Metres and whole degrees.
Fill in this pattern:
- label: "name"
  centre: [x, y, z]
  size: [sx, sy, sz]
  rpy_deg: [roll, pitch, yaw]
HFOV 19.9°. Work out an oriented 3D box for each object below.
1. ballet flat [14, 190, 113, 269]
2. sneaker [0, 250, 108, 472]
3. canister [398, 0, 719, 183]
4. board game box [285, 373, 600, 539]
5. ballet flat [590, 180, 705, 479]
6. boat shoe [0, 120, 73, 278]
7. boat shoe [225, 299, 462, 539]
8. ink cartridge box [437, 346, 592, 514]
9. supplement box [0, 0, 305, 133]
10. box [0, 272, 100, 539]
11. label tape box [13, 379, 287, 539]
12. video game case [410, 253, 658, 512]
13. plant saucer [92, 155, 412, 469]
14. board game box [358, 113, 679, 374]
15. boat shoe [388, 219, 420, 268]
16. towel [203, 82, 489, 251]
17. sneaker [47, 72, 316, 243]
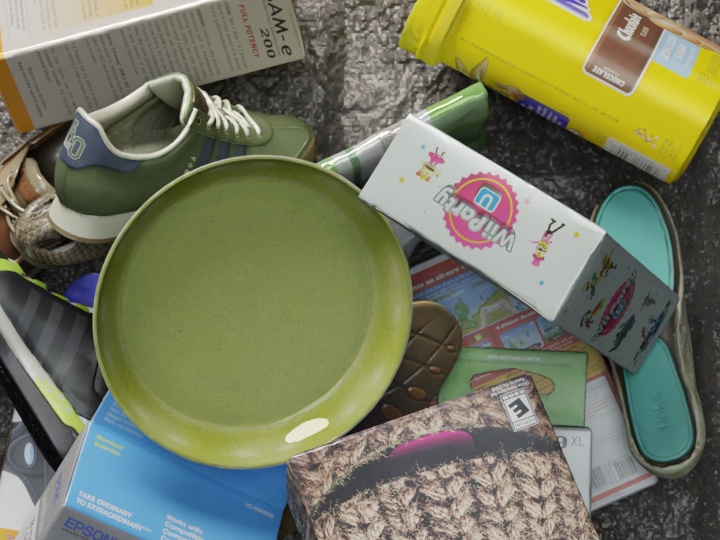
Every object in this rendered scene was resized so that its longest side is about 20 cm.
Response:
- label: "ballet flat"
  centre: [-0.134, -0.048, 1.356]
  size: [0.200, 0.046, 0.067]
  rpy_deg: [-16, 74, -30]
- label: "sneaker"
  centre: [-0.203, 0.044, 1.347]
  size: [0.083, 0.072, 0.200]
  rpy_deg: [-30, 91, -20]
- label: "canister"
  centre: [0.140, -0.146, 1.347]
  size: [0.200, 0.149, 0.087]
  rpy_deg: [28, 112, 3]
- label: "board game box"
  centre: [0.062, 0.189, 1.232]
  size: [0.159, 0.097, 0.200]
  rpy_deg: [-20, 71, -8]
- label: "ballet flat"
  centre: [0.189, 0.042, 1.367]
  size: [0.067, 0.062, 0.200]
  rpy_deg: [-8, 77, 13]
- label: "boat shoe"
  centre: [-0.221, -0.052, 1.386]
  size: [0.200, 0.072, 0.076]
  rpy_deg: [-45, 84, -3]
- label: "boat shoe"
  centre: [-0.018, 0.090, 1.358]
  size: [0.200, 0.068, 0.072]
  rpy_deg: [-45, 107, 3]
- label: "ink cartridge box"
  centre: [0.098, 0.148, 1.340]
  size: [0.104, 0.059, 0.200]
  rpy_deg: [2, 84, 3]
- label: "supplement box"
  centre: [-0.148, -0.180, 1.370]
  size: [0.200, 0.074, 0.126]
  rpy_deg: [-14, 47, 1]
- label: "box"
  centre: [-0.174, 0.103, 1.384]
  size: [0.119, 0.041, 0.200]
  rpy_deg: [9, 86, 3]
- label: "label tape box"
  centre: [-0.139, 0.184, 1.303]
  size: [0.144, 0.063, 0.200]
  rpy_deg: [26, 112, -15]
- label: "video game case"
  centre: [0.096, 0.080, 1.387]
  size: [0.143, 0.017, 0.200]
  rpy_deg: [-23, 83, 0]
- label: "plant saucer"
  centre: [-0.067, 0.024, 1.263]
  size: [0.200, 0.031, 0.200]
  rpy_deg: [-4, 106, -15]
- label: "board game box"
  centre: [0.104, -0.013, 1.268]
  size: [0.148, 0.200, 0.064]
  rpy_deg: [33, 93, 23]
- label: "boat shoe"
  centre: [0.000, 0.000, 1.362]
  size: [0.200, 0.075, 0.068]
  rpy_deg: [-30, 78, -7]
- label: "towel"
  centre: [-0.006, -0.053, 1.340]
  size: [0.200, 0.149, 0.031]
  rpy_deg: [-27, 84, -2]
- label: "sneaker"
  centre: [-0.106, -0.084, 1.304]
  size: [0.200, 0.090, 0.067]
  rpy_deg: [-19, 44, -35]
